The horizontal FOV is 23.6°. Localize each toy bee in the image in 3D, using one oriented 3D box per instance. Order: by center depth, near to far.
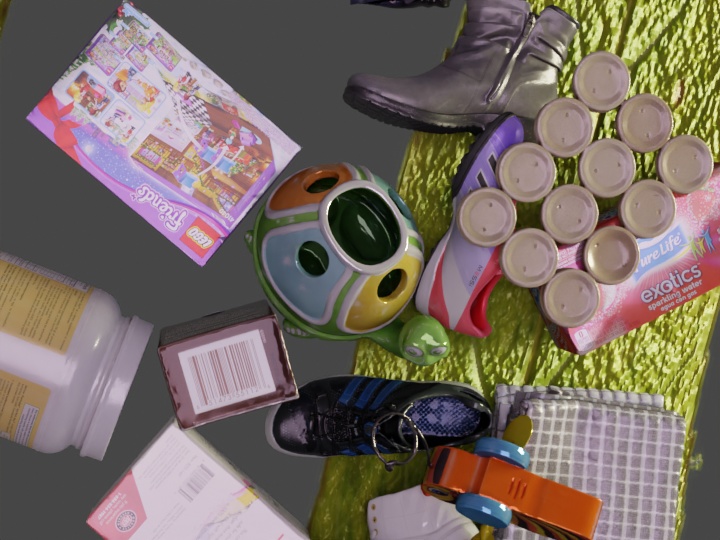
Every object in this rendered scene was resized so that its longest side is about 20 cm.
[{"bbox_3d":[0.098,0.171,1.434,0.200,0.109,0.131,44,71,-2],"label":"toy bee"}]

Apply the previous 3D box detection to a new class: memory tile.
[{"bbox_3d":[0.188,-0.066,1.433,0.153,0.017,0.200,42,86,-9],"label":"memory tile"}]

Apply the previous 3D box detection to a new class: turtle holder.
[{"bbox_3d":[-0.011,-0.002,1.441,0.140,0.132,0.187,-7,78,-20],"label":"turtle holder"}]

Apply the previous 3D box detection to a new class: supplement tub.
[{"bbox_3d":[-0.286,0.066,1.432,0.199,0.145,0.146,22,90,-6],"label":"supplement tub"}]

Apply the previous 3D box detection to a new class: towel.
[{"bbox_3d":[0.195,0.203,1.512,0.165,0.086,0.201,7,91,-6],"label":"towel"}]

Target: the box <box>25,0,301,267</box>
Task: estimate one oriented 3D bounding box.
[{"bbox_3d":[-0.170,-0.118,1.489,0.200,0.039,0.137,41,87,-5],"label":"box"}]

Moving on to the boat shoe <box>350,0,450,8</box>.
[{"bbox_3d":[0.020,-0.319,1.470,0.092,0.075,0.201,-6,100,13],"label":"boat shoe"}]

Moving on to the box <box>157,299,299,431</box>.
[{"bbox_3d":[-0.112,0.075,1.421,0.100,0.200,0.075,-16,96,-4],"label":"box"}]

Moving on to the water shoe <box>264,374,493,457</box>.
[{"bbox_3d":[0.016,0.125,1.495,0.199,0.079,0.072,-6,92,-5],"label":"water shoe"}]

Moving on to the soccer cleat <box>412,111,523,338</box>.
[{"bbox_3d":[0.110,-0.038,1.471,0.073,0.068,0.201,31,116,24],"label":"soccer cleat"}]

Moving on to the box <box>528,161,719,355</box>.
[{"bbox_3d":[0.248,-0.013,1.502,0.199,0.100,0.096,-26,94,-3],"label":"box"}]

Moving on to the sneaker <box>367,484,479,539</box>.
[{"bbox_3d":[0.022,0.264,1.512,0.200,0.074,0.116,-36,58,19],"label":"sneaker"}]

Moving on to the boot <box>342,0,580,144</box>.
[{"bbox_3d":[0.087,-0.185,1.505,0.199,0.070,0.132,10,88,-17],"label":"boot"}]

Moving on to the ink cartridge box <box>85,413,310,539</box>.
[{"bbox_3d":[-0.124,0.235,1.492,0.200,0.067,0.117,42,88,-4],"label":"ink cartridge box"}]
